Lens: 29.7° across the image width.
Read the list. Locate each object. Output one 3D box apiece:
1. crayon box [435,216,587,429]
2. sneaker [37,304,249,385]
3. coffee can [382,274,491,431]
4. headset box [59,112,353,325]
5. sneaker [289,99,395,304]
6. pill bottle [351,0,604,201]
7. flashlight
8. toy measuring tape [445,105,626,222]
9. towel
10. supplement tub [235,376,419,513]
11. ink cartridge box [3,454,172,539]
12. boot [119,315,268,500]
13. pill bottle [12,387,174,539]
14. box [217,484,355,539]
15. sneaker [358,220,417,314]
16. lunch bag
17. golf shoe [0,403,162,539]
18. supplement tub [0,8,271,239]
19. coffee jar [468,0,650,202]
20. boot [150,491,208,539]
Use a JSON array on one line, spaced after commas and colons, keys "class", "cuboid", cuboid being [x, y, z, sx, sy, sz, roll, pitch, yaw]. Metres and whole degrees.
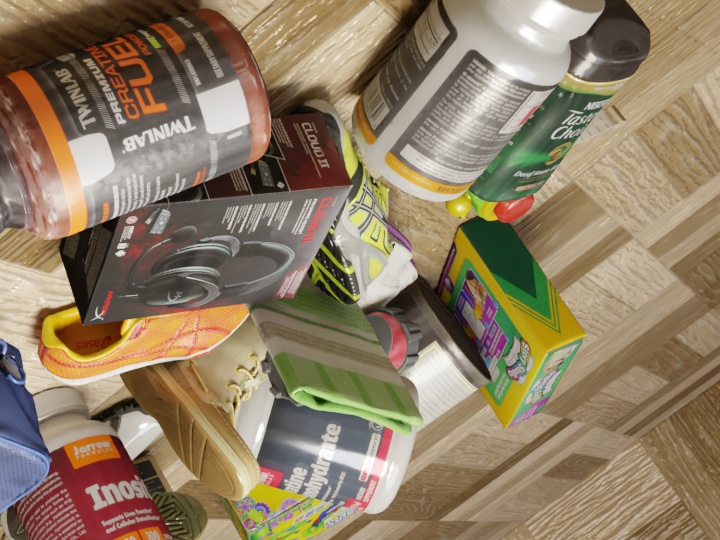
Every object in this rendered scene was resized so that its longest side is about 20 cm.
[{"class": "crayon box", "cuboid": [0.158, 0.057, 1.506, 0.058, 0.173, 0.200, -25, 157, -20]}, {"class": "sneaker", "cuboid": [-0.172, 0.041, 1.144, 0.200, 0.073, 0.077, -23, 160, -25]}, {"class": "coffee can", "cuboid": [0.021, 0.118, 1.477, 0.200, 0.147, 0.146, -36, 158, 8]}, {"class": "headset box", "cuboid": [-0.109, -0.040, 1.018, 0.200, 0.077, 0.149, -6, 148, -29]}, {"class": "sneaker", "cuboid": [-0.019, -0.065, 1.119, 0.076, 0.075, 0.200, -45, 146, -30]}, {"class": "pill bottle", "cuboid": [0.088, -0.156, 1.035, 0.116, 0.117, 0.200, -9, 148, -47]}, {"class": "flashlight", "cuboid": [-0.017, 0.073, 1.238, 0.200, 0.068, 0.068, -4, 107, -59]}, {"class": "toy measuring tape", "cuboid": [0.169, -0.099, 1.335, 0.200, 0.074, 0.074, -27, 158, -14]}, {"class": "towel", "cuboid": [-0.042, 0.052, 1.132, 0.149, 0.200, 0.031, 20, 118, -40]}, {"class": "supplement tub", "cuboid": [-0.053, 0.149, 1.336, 0.199, 0.141, 0.140, 16, 144, -6]}, {"class": "ink cartridge box", "cuboid": [-0.309, 0.301, 1.501, 0.164, 0.075, 0.200, -15, 152, -36]}, {"class": "boot", "cuboid": [-0.107, 0.104, 1.207, 0.155, 0.200, 0.073, -21, 136, -31]}, {"class": "pill bottle", "cuboid": [-0.249, 0.210, 1.221, 0.113, 0.200, 0.113, -28, 158, -13]}, {"class": "box", "cuboid": [-0.072, 0.241, 1.640, 0.200, 0.122, 0.193, -29, 158, -13]}, {"class": "sneaker", "cuboid": [0.000, 0.000, 1.277, 0.100, 0.075, 0.200, -46, 159, -5]}, {"class": "lunch bag", "cuboid": [-0.334, 0.119, 1.010, 0.200, 0.132, 0.136, -37, 143, 10]}, {"class": "golf shoe", "cuboid": [-0.263, 0.207, 1.343, 0.200, 0.095, 0.078, -32, 157, -7]}, {"class": "supplement tub", "cuboid": [-0.163, -0.085, 0.846, 0.200, 0.107, 0.107, -25, 157, -23]}, {"class": "coffee jar", "cuboid": [0.163, -0.152, 1.189, 0.104, 0.085, 0.200, -14, 151, -41]}, {"class": "boot", "cuboid": [-0.259, 0.315, 1.427, 0.175, 0.066, 0.200, -16, 154, -27]}]
